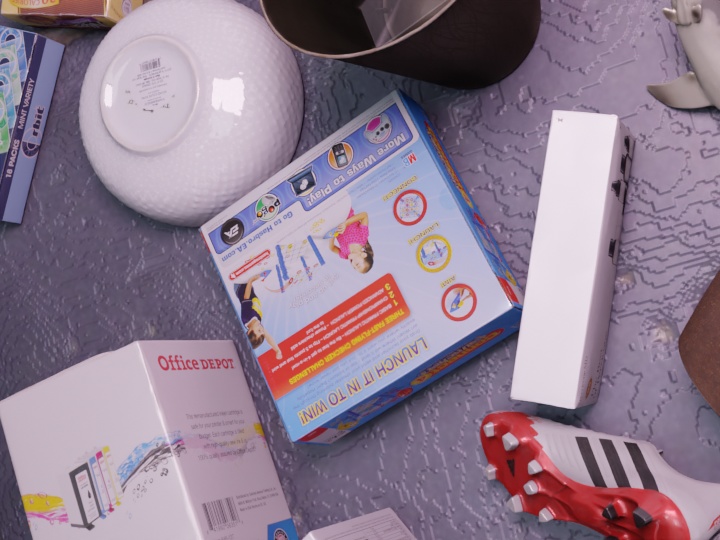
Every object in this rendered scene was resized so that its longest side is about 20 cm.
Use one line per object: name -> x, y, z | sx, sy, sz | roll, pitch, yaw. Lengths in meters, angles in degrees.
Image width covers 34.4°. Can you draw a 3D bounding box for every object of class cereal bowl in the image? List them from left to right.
cereal bowl -> -0.153, -0.137, 0.959 | 0.200, 0.083, 0.200 | -2, 86, 24

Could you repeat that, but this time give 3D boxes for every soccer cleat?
soccer cleat -> 0.163, 0.142, 0.803 | 0.200, 0.085, 0.069 | 19, 121, 53

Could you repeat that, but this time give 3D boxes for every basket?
basket -> 0.049, -0.203, 0.814 | 0.180, 0.200, 0.136 | -36, 74, 17

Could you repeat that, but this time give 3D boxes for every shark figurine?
shark figurine -> 0.251, -0.185, 0.784 | 0.089, 0.215, 0.128 | -40, 33, -23

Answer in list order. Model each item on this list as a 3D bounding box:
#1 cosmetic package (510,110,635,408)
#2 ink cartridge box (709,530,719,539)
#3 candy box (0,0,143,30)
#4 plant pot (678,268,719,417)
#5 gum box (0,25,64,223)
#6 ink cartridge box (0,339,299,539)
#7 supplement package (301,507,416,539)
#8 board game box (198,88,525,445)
cosmetic package -> 0.152, -0.006, 0.820 | 0.051, 0.083, 0.200 | 8, 90, 24
ink cartridge box -> 0.222, 0.234, 0.738 | 0.083, 0.147, 0.200 | 46, 104, 19
candy box -> -0.243, -0.315, 1.026 | 0.117, 0.056, 0.200 | 6, 90, 22
plant pot -> 0.304, 0.017, 0.717 | 0.200, 0.187, 0.187 | -46, 70, 29
gum box -> -0.384, -0.149, 1.077 | 0.200, 0.045, 0.170 | 15, 92, 24
ink cartridge box -> -0.160, 0.169, 0.902 | 0.145, 0.147, 0.200 | -24, 77, 20
supplement package -> 0.006, 0.299, 0.819 | 0.152, 0.151, 0.200 | -46, 71, 13
board game box -> 0.000, 0.000, 0.884 | 0.200, 0.056, 0.196 | -33, 67, 17
